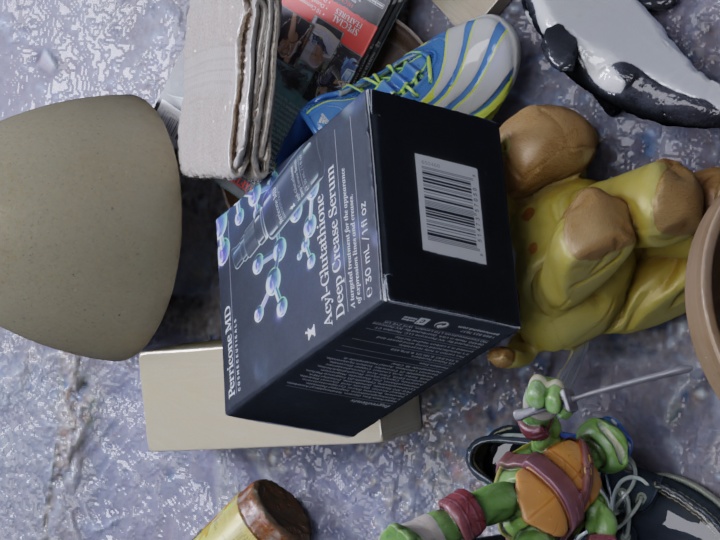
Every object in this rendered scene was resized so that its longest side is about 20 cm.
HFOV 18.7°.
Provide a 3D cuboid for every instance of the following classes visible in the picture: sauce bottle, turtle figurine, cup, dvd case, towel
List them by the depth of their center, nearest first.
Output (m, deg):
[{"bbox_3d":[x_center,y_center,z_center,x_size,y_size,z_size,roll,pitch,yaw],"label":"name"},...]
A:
[{"bbox_3d":[0.123,0.146,1.334,0.199,0.193,0.145,25,141,46],"label":"turtle figurine"},{"bbox_3d":[-0.096,-0.128,1.513,0.200,0.034,0.134,-174,90,-73],"label":"towel"},{"bbox_3d":[-0.063,-0.154,1.594,0.146,0.022,0.201,33,103,26],"label":"dvd case"},{"bbox_3d":[-0.240,-0.036,1.611,0.200,0.142,0.202,-8,80,57],"label":"cup"},{"bbox_3d":[-0.121,0.238,1.619,0.200,0.066,0.066,-44,69,19],"label":"sauce bottle"}]

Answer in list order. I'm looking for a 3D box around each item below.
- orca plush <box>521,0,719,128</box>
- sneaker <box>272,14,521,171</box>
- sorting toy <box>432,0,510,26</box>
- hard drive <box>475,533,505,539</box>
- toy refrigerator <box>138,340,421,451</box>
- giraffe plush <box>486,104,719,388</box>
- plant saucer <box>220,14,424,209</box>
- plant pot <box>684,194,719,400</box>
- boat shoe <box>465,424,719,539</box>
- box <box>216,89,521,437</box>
[{"bbox_3d":[0.187,-0.135,1.480,0.199,0.071,0.105,26,56,18],"label":"orca plush"},{"bbox_3d":[0.020,-0.104,1.494,0.200,0.105,0.076,-41,74,15],"label":"sneaker"},{"bbox_3d":[0.069,-0.307,1.534,0.199,0.069,0.200,-48,67,19],"label":"sorting toy"},{"bbox_3d":[0.054,0.250,1.442,0.033,0.200,0.141,12,94,29],"label":"hard drive"},{"bbox_3d":[-0.058,0.087,1.590,0.199,0.070,0.077,-6,92,30],"label":"toy refrigerator"},{"bbox_3d":[0.137,-0.040,1.445,0.200,0.172,0.163,-51,54,37],"label":"giraffe plush"},{"bbox_3d":[-0.014,-0.094,1.593,0.199,0.032,0.202,-1,87,30],"label":"plant saucer"},{"bbox_3d":[0.277,0.033,1.362,0.093,0.199,0.202,-35,68,62],"label":"plant pot"},{"bbox_3d":[0.162,0.155,1.465,0.199,0.062,0.075,27,98,27],"label":"boat shoe"},{"bbox_3d":[0.000,0.000,1.421,0.200,0.106,0.150,-38,49,48],"label":"box"}]
